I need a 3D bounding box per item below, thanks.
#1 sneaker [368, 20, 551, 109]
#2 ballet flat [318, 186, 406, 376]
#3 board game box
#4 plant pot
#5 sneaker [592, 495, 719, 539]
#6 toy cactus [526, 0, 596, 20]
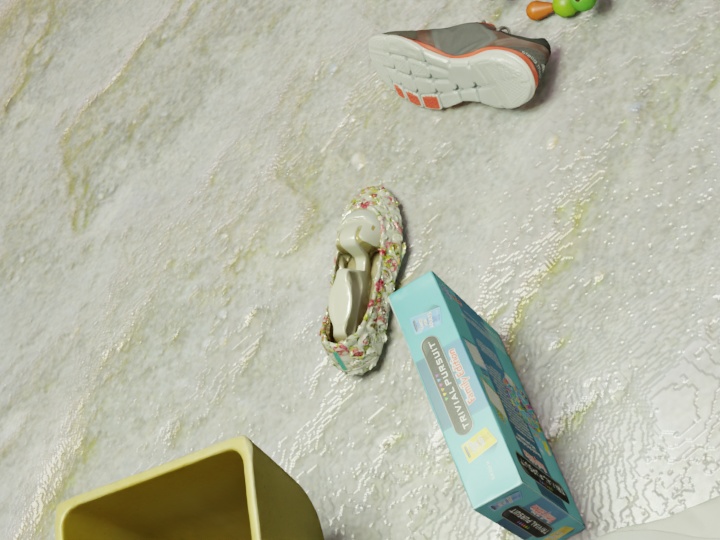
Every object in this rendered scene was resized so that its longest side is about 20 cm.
[{"bbox_3d":[0.102,-0.210,1.294,0.199,0.077,0.082,17,49,33],"label":"sneaker"},{"bbox_3d":[0.000,0.000,1.241,0.075,0.064,0.202,-8,63,26],"label":"ballet flat"},{"bbox_3d":[0.104,0.117,1.073,0.047,0.151,0.201,-30,56,14],"label":"board game box"},{"bbox_3d":[-0.115,0.282,1.088,0.193,0.200,0.197,-21,59,19],"label":"plant pot"},{"bbox_3d":[0.272,0.209,1.002,0.199,0.073,0.085,-10,29,33],"label":"sneaker"},{"bbox_3d":[0.222,-0.325,1.262,0.199,0.102,0.166,-2,57,38],"label":"toy cactus"}]
